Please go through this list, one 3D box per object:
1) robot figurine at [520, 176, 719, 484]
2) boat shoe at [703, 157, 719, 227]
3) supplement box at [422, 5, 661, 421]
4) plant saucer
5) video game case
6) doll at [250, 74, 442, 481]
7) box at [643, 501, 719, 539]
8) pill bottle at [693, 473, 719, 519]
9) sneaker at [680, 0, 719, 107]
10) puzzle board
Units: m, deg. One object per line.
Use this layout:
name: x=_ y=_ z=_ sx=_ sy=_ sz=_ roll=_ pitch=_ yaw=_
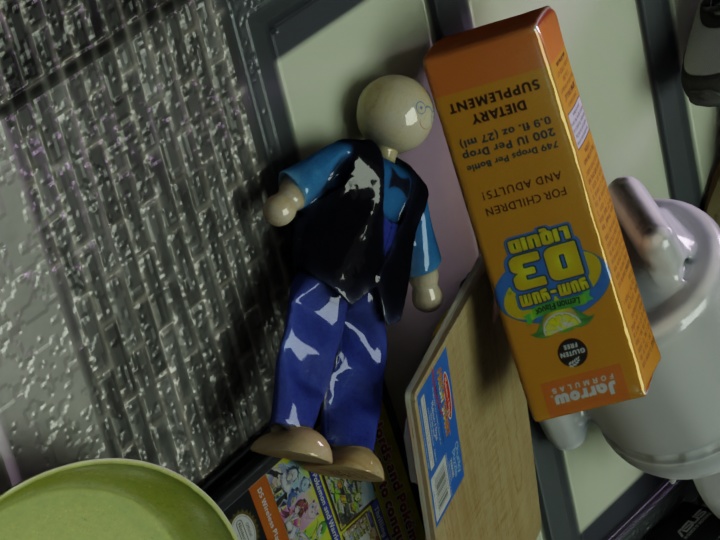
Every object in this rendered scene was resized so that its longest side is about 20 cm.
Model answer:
robot figurine: x=0.171 y=0.039 z=1.369 sx=0.169 sy=0.113 sz=0.200 roll=-27 pitch=130 yaw=5
boat shoe: x=0.258 y=-0.082 z=1.466 sx=0.072 sy=0.072 sz=0.201 roll=9 pitch=94 yaw=-49
supplement box: x=0.094 y=-0.028 z=1.248 sx=0.069 sy=0.066 sz=0.201 roll=-59 pitch=131 yaw=-71
plant saucer: x=-0.137 y=0.177 z=1.104 sx=0.199 sy=0.031 sz=0.201 roll=-13 pitch=111 yaw=-37
video game case: x=-0.029 y=0.175 z=1.248 sx=0.181 sy=0.025 sz=0.201 roll=-40 pitch=126 yaw=-34
doll: x=0.000 y=0.000 z=1.207 sx=0.136 sy=0.048 sz=0.201 roll=23 pitch=73 yaw=-47
box: x=0.189 y=0.270 z=1.507 sx=0.160 sy=0.043 sz=0.201 roll=-39 pitch=127 yaw=-35
pill bottle: x=0.291 y=0.115 z=1.518 sx=0.200 sy=0.113 sz=0.114 roll=15 pitch=89 yaw=-59
sneaker: x=0.226 y=-0.183 z=1.412 sx=0.079 sy=0.074 sz=0.201 roll=39 pitch=65 yaw=-37
puzzle board: x=0.058 y=0.103 z=1.292 sx=0.151 sy=0.017 sz=0.201 roll=-57 pitch=145 yaw=-50
